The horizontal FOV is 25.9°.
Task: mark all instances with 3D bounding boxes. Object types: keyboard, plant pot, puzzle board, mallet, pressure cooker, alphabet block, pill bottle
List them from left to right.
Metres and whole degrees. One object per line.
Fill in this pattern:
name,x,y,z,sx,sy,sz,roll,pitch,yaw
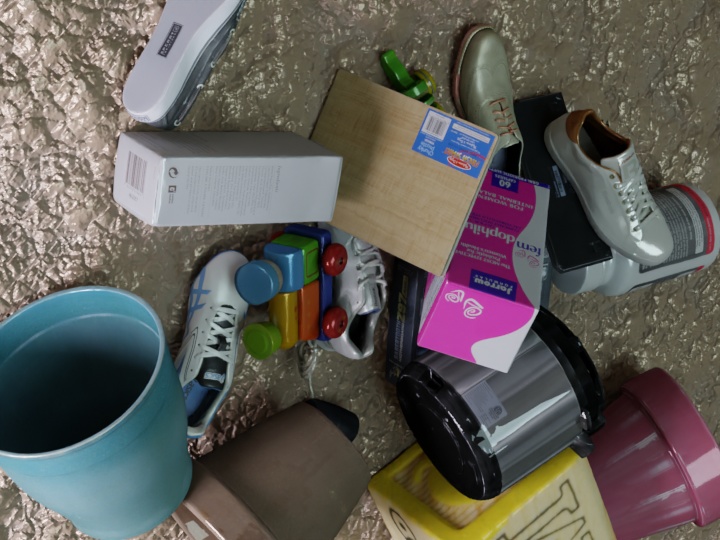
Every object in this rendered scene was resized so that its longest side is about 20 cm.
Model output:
plant pot,-0.250,0.150,1.489,0.200,0.200,0.188,-38,137,-16
plant pot,-0.087,0.233,1.619,0.175,0.200,0.200,-42,126,-16
mallet,-0.064,0.237,1.741,0.066,0.041,0.200,14,104,-34
puzzle board,0.031,-0.100,1.574,0.017,0.200,0.151,12,102,-61
alphabet block,0.159,0.297,1.816,0.196,0.195,0.200,-37,126,-19
pressure cooker,0.163,0.133,1.695,0.200,0.179,0.176,-32,121,-18
keyboard,0.240,-0.104,1.758,0.127,0.021,0.201,-14,85,-23
pill bottle,0.317,-0.032,1.841,0.200,0.111,0.111,-14,116,-30
plant pot,0.337,0.247,1.929,0.179,0.200,0.200,-29,124,-3

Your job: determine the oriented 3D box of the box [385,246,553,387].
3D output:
box,0.126,0.045,1.780,0.200,0.051,0.158,-10,114,-32

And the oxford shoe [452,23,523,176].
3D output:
oxford shoe,0.149,-0.167,1.696,0.071,0.074,0.201,-21,119,-26

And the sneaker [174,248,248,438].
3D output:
sneaker,-0.150,0.077,1.594,0.072,0.072,0.201,13,100,-35

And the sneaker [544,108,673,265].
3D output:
sneaker,0.284,-0.090,1.717,0.073,0.085,0.200,-43,97,-25

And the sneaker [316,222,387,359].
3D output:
sneaker,0.000,0.000,1.655,0.074,0.087,0.201,-8,111,-30

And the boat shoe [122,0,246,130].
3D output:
boat shoe,-0.154,-0.224,1.481,0.200,0.069,0.057,-57,147,0

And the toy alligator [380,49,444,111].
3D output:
toy alligator,0.071,-0.144,1.665,0.059,0.054,0.200,-35,124,-18

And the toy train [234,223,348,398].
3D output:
toy train,-0.076,0.063,1.605,0.116,0.084,0.201,-30,127,-52

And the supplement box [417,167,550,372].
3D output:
supplement box,0.130,-0.007,1.631,0.101,0.200,0.103,17,134,-5

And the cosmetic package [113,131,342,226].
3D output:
cosmetic package,-0.129,-0.091,1.523,0.200,0.102,0.074,-1,110,-32
